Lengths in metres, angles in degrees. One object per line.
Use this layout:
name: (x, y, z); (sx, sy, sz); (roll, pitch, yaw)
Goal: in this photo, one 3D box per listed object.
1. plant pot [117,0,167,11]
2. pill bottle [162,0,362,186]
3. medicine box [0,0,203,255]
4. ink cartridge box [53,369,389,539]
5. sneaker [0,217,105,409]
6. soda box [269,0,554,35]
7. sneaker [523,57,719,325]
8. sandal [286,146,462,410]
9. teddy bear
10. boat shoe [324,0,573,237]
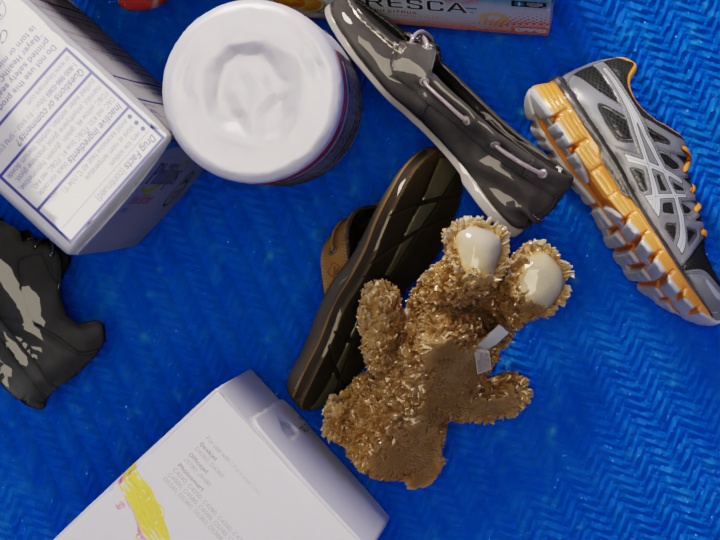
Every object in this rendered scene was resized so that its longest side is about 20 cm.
plant pot: (-0.164, -0.284, 1.273); (0.182, 0.200, 0.201); (28, 95, -4)
pill bottle: (-0.056, -0.109, 1.264); (0.111, 0.200, 0.111); (0, 92, 5)
medicine box: (-0.207, -0.113, 1.287); (0.200, 0.182, 0.103); (43, 96, 3)
ink cartridge box: (-0.105, 0.188, 1.308); (0.200, 0.147, 0.146); (-44, 87, 6)
sneaker: (-0.252, -0.005, 1.359); (0.091, 0.076, 0.200); (-36, 96, -4)
soda box: (0.031, -0.204, 1.313); (0.200, 0.068, 0.064); (5, 76, 5)
sneaker: (0.192, -0.053, 1.310); (0.077, 0.078, 0.200); (-34, 95, -12)
sandal: (0.000, 0.000, 1.336); (0.055, 0.082, 0.200); (34, 100, 29)
teddy bear: (0.055, 0.049, 1.311); (0.145, 0.067, 0.200); (3, 122, -24)
boat shoe: (0.060, -0.113, 1.298); (0.057, 0.067, 0.200); (-39, 96, 19)
